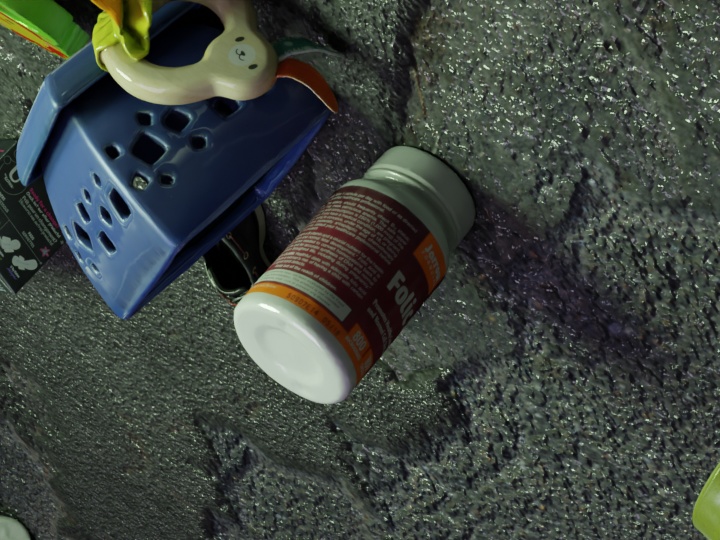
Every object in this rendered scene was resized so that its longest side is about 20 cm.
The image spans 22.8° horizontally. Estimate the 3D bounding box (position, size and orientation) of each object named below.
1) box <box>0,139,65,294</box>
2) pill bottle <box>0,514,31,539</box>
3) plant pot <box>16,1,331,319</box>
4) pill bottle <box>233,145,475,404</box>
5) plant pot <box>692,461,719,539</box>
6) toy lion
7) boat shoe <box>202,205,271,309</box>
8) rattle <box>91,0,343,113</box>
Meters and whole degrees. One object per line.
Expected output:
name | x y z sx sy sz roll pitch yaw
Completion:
box | -0.428 -0.063 1.955 0.200 0.115 0.132 7 139 47
pill bottle | -0.632 0.448 2.920 0.200 0.112 0.112 0 132 50
plant pot | -0.171 -0.107 1.503 0.180 0.200 0.200 47 153 0
pill bottle | 0.000 0.000 1.433 0.114 0.200 0.114 30 151 19
plant pot | 0.357 0.197 1.316 0.193 0.200 0.201 41 154 25
toy lion | -0.308 -0.234 1.536 0.192 0.069 0.200 33 176 -37
boat shoe | -0.120 0.001 1.728 0.074 0.063 0.202 23 148 26
rattle | -0.109 -0.198 1.362 0.199 0.130 0.143 21 137 15
